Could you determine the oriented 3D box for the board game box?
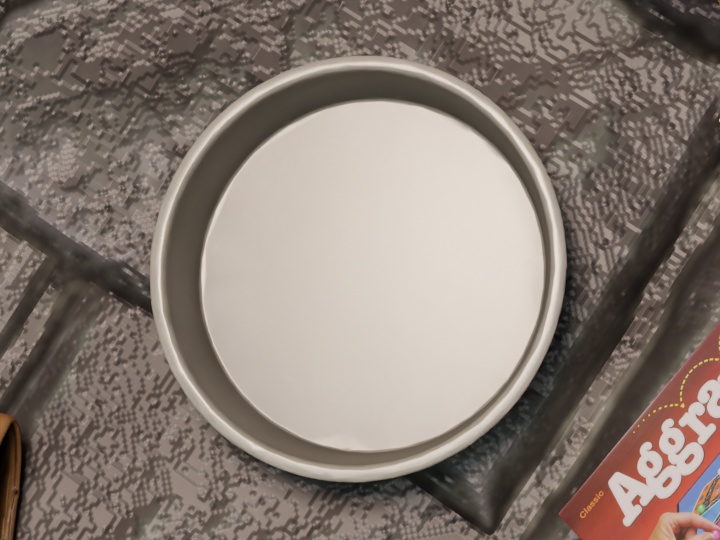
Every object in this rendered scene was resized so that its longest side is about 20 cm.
[{"bbox_3d":[0.181,0.063,0.829,0.200,0.019,0.103,-52,43,8],"label":"board game box"}]

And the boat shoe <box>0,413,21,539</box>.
[{"bbox_3d":[-0.193,0.160,0.911,0.074,0.076,0.200,-4,82,10],"label":"boat shoe"}]

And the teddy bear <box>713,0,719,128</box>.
[{"bbox_3d":[0.226,-0.081,0.835,0.200,0.067,0.145,33,64,20],"label":"teddy bear"}]

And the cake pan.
[{"bbox_3d":[0.000,0.000,0.905,0.200,0.037,0.201,-2,81,13],"label":"cake pan"}]
